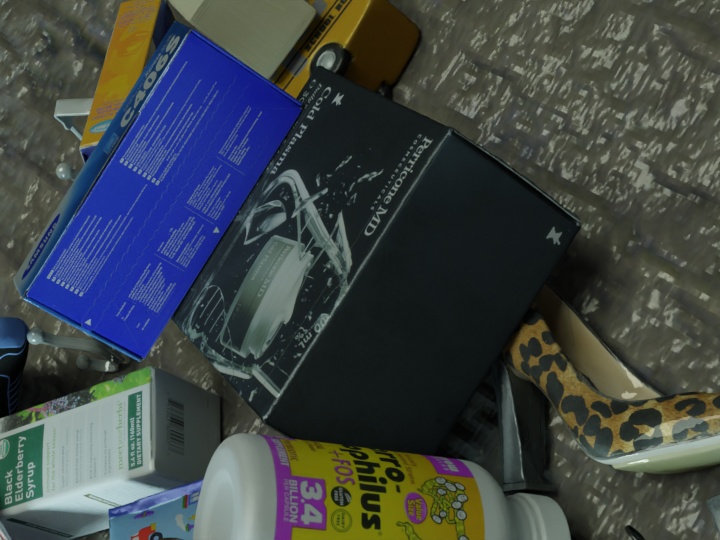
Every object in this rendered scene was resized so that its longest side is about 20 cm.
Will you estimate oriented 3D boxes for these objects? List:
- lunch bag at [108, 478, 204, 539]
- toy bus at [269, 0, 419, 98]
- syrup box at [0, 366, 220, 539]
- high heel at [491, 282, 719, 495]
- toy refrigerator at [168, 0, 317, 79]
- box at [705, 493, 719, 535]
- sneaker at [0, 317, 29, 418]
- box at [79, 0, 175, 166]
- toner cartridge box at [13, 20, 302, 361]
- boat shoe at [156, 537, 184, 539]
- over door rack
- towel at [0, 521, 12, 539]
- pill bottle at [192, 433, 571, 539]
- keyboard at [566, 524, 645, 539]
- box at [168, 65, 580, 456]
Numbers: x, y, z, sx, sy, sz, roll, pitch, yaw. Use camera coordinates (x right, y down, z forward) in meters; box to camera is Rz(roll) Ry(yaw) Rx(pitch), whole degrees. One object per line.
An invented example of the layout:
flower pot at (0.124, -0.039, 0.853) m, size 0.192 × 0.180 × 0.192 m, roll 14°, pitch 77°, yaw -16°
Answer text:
lunch bag at (-0.054, 0.199, 0.923) m, size 0.199 × 0.094 × 0.151 m, roll -25°, pitch 51°, yaw 16°
toy bus at (-0.043, -0.121, 1.062) m, size 0.200 × 0.065 × 0.078 m, roll -53°, pitch 49°, yaw 7°
syrup box at (-0.202, 0.142, 1.059) m, size 0.199 × 0.081 × 0.079 m, roll -19°, pitch 60°, yaw 29°
high heel at (0.153, 0.047, 0.831) m, size 0.199 × 0.071 × 0.144 m, roll -18°, pitch 66°, yaw 41°
toy refrigerator at (-0.102, -0.216, 1.097) m, size 0.070 × 0.076 × 0.200 m, roll -53°, pitch 26°, yaw 6°
box at (0.287, 0.146, 0.681) m, size 0.199 × 0.051 × 0.159 m, roll -26°, pitch 57°, yaw 13°
sneaker at (-0.291, 0.093, 1.113) m, size 0.200 × 0.070 × 0.079 m, roll 128°, pitch 136°, yaw -67°
box at (-0.148, -0.094, 1.030) m, size 0.041 × 0.119 × 0.201 m, roll -13°, pitch 41°, yaw 12°
toner cartridge box at (-0.131, -0.051, 0.931) m, size 0.201 × 0.095 × 0.043 m, roll -57°, pitch 28°, yaw 2°
boat shoe at (-0.102, 0.200, 0.810) m, size 0.200 × 0.072 × 0.073 m, roll -109°, pitch 17°, yaw -67°
over door rack at (-0.213, -0.022, 1.069) m, size 0.066 × 0.200 × 0.149 m, roll 3°, pitch 70°, yaw 4°
towel at (-0.296, 0.267, 1.056) m, size 0.146 × 0.030 × 0.200 m, roll 48°, pitch 117°, yaw 12°
pill bottle at (0.014, 0.152, 0.797) m, size 0.104 × 0.199 × 0.105 m, roll -171°, pitch 90°, yaw -69°
keyboard at (0.178, 0.217, 0.775) m, size 0.200 × 0.039 × 0.105 m, roll 38°, pitch 119°, yaw 40°
box at (0.000, 0.000, 0.906) m, size 0.201 × 0.124 × 0.196 m, roll -58°, pitch 32°, yaw 2°
